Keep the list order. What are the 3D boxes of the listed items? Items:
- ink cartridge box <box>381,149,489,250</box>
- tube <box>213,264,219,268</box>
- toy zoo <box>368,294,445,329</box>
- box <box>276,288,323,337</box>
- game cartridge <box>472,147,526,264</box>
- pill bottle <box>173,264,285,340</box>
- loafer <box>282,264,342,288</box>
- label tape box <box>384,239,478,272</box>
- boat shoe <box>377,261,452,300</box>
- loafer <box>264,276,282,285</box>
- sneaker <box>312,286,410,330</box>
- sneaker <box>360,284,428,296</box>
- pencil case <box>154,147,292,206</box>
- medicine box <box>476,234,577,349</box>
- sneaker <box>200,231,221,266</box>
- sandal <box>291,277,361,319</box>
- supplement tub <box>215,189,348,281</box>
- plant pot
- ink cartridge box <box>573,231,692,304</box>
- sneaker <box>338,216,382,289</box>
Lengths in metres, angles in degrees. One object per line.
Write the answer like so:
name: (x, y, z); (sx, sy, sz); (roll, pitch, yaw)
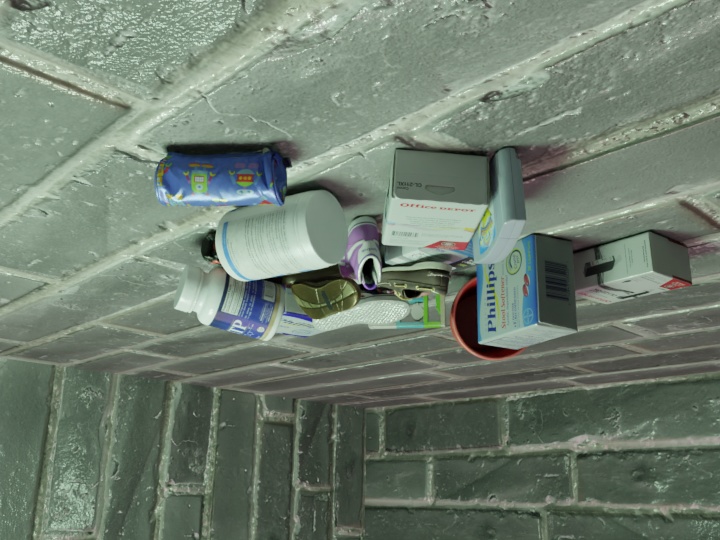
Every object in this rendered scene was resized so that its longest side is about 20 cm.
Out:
ink cartridge box: (0.114, -0.106, 1.153); (0.145, 0.083, 0.200); (5, 162, -1)
tube: (-0.294, 0.020, 1.645); (0.077, 0.051, 0.200); (-24, 167, -10)
toy zoo: (0.087, 0.063, 1.618); (0.199, 0.132, 0.020); (-1, 162, 10)
box: (-0.156, 0.084, 1.749); (0.183, 0.106, 0.200); (13, 158, -35)
game cartridge: (0.209, -0.086, 1.134); (0.040, 0.134, 0.200); (-3, 163, -6)
pill bottle: (-0.261, 0.059, 1.454); (0.199, 0.120, 0.120); (18, 158, -20)
loafer: (-0.068, -0.011, 1.511); (0.199, 0.068, 0.076); (-9, 171, -23)
label tape box: (0.161, -0.050, 1.367); (0.143, 0.067, 0.199); (15, 160, -36)
boat shoe: (0.096, 0.025, 1.399); (0.072, 0.060, 0.199); (13, 166, -37)
loafer: (-0.243, 0.027, 1.559); (0.199, 0.073, 0.071); (-26, -168, -14)
sneaker: (-0.001, 0.065, 1.493); (0.199, 0.080, 0.079); (-6, 133, 0)
sneaker: (0.073, 0.033, 1.554); (0.199, 0.076, 0.105); (-6, -171, 11)
pencil case: (-0.205, -0.138, 1.091); (0.199, 0.087, 0.078); (0, -161, 7)
medicine box: (0.328, 0.048, 1.468); (0.102, 0.183, 0.200); (10, 160, -24)
sneaker: (-0.204, -0.039, 1.416); (0.199, 0.071, 0.098); (-3, 162, 21)
sandal: (-0.059, 0.046, 1.414); (0.054, 0.081, 0.199); (-30, -169, -40)
supplement tub: (-0.136, -0.057, 1.253); (0.199, 0.133, 0.132); (-8, 160, 31)
plant pot: (0.293, 0.113, 1.697); (0.199, 0.202, 0.177); (2, 171, -4)
ink cartridge box: (0.531, 0.000, 1.466); (0.144, 0.084, 0.200); (13, 160, -36)
sneaker: (-0.001, 0.000, 1.384); (0.072, 0.115, 0.201); (-7, 151, -8)
